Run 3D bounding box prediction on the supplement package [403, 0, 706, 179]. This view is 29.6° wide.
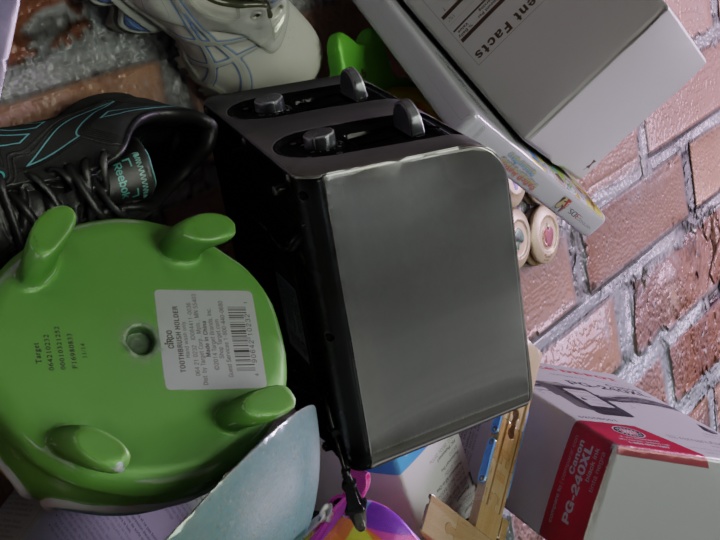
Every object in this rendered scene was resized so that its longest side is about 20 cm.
[{"bbox_3d":[0.110,-0.180,0.900,0.200,0.120,0.121,53,14,22],"label":"supplement package"}]

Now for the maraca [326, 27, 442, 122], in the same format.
[{"bbox_3d":[0.023,-0.067,0.897,0.200,0.106,0.138,52,46,-39],"label":"maraca"}]

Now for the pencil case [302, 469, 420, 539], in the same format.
[{"bbox_3d":[-0.042,0.207,0.736,0.200,0.088,0.089,-47,128,-26],"label":"pencil case"}]

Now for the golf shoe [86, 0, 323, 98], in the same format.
[{"bbox_3d":[-0.068,-0.147,0.782,0.200,0.097,0.079,20,74,-54],"label":"golf shoe"}]

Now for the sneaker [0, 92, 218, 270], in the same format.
[{"bbox_3d":[-0.154,-0.046,0.683,0.200,0.079,0.076,-38,120,-45],"label":"sneaker"}]

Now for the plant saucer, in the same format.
[{"bbox_3d":[-0.075,0.153,0.653,0.039,0.201,0.201,41,44,8],"label":"plant saucer"}]

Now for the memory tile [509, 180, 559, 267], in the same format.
[{"bbox_3d":[0.106,-0.072,1.085,0.199,0.017,0.155,-11,100,-53],"label":"memory tile"}]

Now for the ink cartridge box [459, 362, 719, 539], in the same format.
[{"bbox_3d":[0.162,0.129,0.935,0.144,0.200,0.084,11,100,-27],"label":"ink cartridge box"}]

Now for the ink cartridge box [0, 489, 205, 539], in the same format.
[{"bbox_3d":[-0.118,0.169,0.768,0.200,0.040,0.200,-55,132,-36],"label":"ink cartridge box"}]

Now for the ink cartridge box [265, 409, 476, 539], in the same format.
[{"bbox_3d":[0.014,0.157,0.884,0.068,0.115,0.201,-42,123,-42],"label":"ink cartridge box"}]

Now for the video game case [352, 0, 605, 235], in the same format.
[{"bbox_3d":[0.068,-0.123,0.917,0.023,0.200,0.182,-43,142,14],"label":"video game case"}]

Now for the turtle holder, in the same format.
[{"bbox_3d":[-0.130,0.061,0.647,0.185,0.132,0.141,-32,81,-35],"label":"turtle holder"}]

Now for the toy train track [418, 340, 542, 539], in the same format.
[{"bbox_3d":[0.073,0.134,0.844,0.115,0.032,0.201,42,55,-37],"label":"toy train track"}]

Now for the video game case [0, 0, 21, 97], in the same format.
[{"bbox_3d":[-0.212,-0.190,0.648,0.143,0.019,0.202,22,75,-52],"label":"video game case"}]

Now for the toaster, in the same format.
[{"bbox_3d":[0.000,0.000,0.752,0.118,0.181,0.201,-17,114,-16],"label":"toaster"}]
